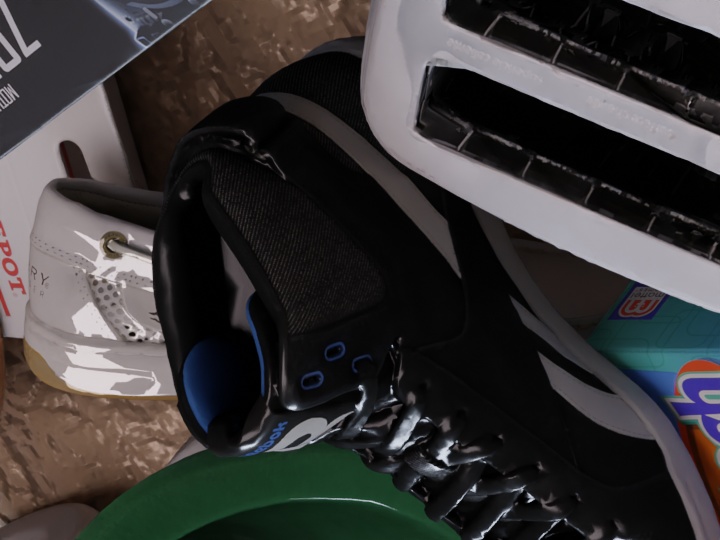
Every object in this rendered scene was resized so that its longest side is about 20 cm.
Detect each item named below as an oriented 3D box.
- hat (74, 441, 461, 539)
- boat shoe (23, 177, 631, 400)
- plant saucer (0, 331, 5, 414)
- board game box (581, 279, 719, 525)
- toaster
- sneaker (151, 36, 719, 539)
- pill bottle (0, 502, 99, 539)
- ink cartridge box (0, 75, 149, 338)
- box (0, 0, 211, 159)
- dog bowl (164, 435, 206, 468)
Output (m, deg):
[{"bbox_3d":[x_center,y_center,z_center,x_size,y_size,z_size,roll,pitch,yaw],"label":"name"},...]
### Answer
[{"bbox_3d":[-0.047,0.117,0.799,0.199,0.176,0.166,4,98,-13],"label":"hat"},{"bbox_3d":[0.000,0.000,0.733,0.199,0.071,0.070,0,113,-7],"label":"boat shoe"},{"bbox_3d":[-0.213,0.009,0.831,0.200,0.032,0.201,16,130,20],"label":"plant saucer"},{"bbox_3d":[0.174,0.067,0.656,0.200,0.045,0.152,-2,126,44],"label":"board game box"},{"bbox_3d":[0.086,-0.072,0.632,0.200,0.129,0.114,25,129,12],"label":"toaster"},{"bbox_3d":[0.012,0.044,0.650,0.073,0.112,0.200,-32,92,43],"label":"sneaker"},{"bbox_3d":[-0.090,0.197,0.927,0.111,0.111,0.200,-22,108,38],"label":"pill bottle"},{"bbox_3d":[-0.142,-0.044,0.819,0.199,0.068,0.115,3,124,28],"label":"ink cartridge box"},{"bbox_3d":[-0.049,-0.096,0.643,0.160,0.200,0.044,-32,102,39],"label":"box"},{"bbox_3d":[0.029,0.109,0.821,0.200,0.079,0.201,15,127,21],"label":"dog bowl"}]
